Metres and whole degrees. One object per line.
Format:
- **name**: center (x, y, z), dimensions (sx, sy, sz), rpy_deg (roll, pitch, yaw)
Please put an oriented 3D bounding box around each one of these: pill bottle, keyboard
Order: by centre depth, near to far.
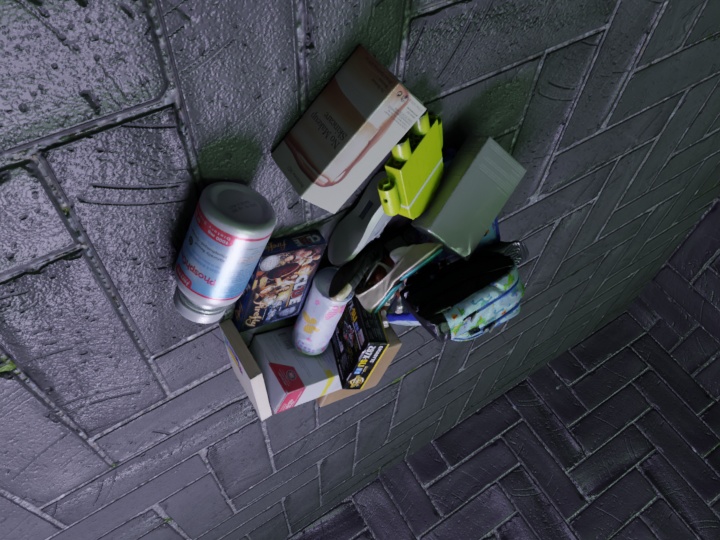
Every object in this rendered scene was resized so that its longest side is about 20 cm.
- **pill bottle**: center (-0.205, -0.020, 0.846), dimensions (0.108, 0.109, 0.201), rpy_deg (-7, 139, -44)
- **keyboard**: center (0.143, 0.013, 1.195), dimensions (0.103, 0.040, 0.200), rpy_deg (-31, 179, 5)

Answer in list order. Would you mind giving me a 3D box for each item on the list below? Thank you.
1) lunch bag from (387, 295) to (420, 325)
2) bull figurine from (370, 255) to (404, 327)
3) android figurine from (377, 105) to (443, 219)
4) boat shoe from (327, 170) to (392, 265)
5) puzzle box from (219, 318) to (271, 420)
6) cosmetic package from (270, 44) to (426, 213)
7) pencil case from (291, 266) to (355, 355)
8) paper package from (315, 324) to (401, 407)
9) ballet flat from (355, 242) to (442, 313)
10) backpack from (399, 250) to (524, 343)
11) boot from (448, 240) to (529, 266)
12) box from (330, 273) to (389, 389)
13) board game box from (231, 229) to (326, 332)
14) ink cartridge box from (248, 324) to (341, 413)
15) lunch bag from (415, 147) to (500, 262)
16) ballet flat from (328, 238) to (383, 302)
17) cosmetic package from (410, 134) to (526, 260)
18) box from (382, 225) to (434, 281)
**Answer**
- **lunch bag**: center (0.172, 0.069, 1.352), dimensions (0.199, 0.129, 0.170), rpy_deg (-27, -174, -29)
- **bull figurine**: center (0.041, 0.050, 1.210), dimensions (0.064, 0.123, 0.200), rpy_deg (3, 149, -15)
- **android figurine**: center (0.091, -0.170, 0.972), dimensions (0.183, 0.041, 0.201), rpy_deg (-56, 153, -22)
- **boat shoe**: center (0.018, -0.086, 1.052), dimensions (0.071, 0.070, 0.201), rpy_deg (12, 122, -49)
- **puzzle box**: center (-0.220, 0.196, 1.128), dimensions (0.025, 0.133, 0.201), rpy_deg (-26, 151, -19)
- **cosmetic package**: center (-0.019, -0.193, 0.814), dimensions (0.200, 0.104, 0.087), rpy_deg (-48, 149, 16)
- **pencil case**: center (-0.076, 0.082, 1.153), dimensions (0.091, 0.083, 0.201), rpy_deg (-42, 165, -45)
- **paper package**: center (-0.023, 0.218, 1.430), dimensions (0.199, 0.104, 0.192), rpy_deg (-12, 141, -40)
- **ballet flat**: center (0.062, 0.000, 1.054), dimensions (0.069, 0.070, 0.200), rpy_deg (3, 139, -51)
- **backpack**: center (0.195, 0.044, 1.050), dimensions (0.200, 0.163, 0.154), rpy_deg (-40, 111, -3)
- **boot**: center (0.230, -0.024, 1.222), dimensions (0.163, 0.200, 0.066), rpy_deg (-16, 102, -15)
- **box**: center (-0.014, 0.113, 1.174), dimensions (0.049, 0.201, 0.160), rpy_deg (4, 136, -25)
- **board game box**: center (-0.149, 0.021, 1.054), dimensions (0.135, 0.035, 0.201), rpy_deg (-16, 145, -36)
- **ink cartridge box**: center (-0.119, 0.194, 1.231), dimensions (0.199, 0.146, 0.084), rpy_deg (-12, 144, -40)
- **lunch bag**: center (0.183, -0.141, 1.131), dimensions (0.149, 0.094, 0.202), rpy_deg (-18, 120, -16)
- **ballet flat**: center (0.000, 0.000, 1.085), dimensions (0.066, 0.057, 0.200), rpy_deg (-18, -158, 36)
- **cosmetic package**: center (0.193, -0.131, 1.051), dimensions (0.106, 0.090, 0.201), rpy_deg (36, 91, -22)
- **box**: center (0.138, -0.049, 1.279), dimensions (0.199, 0.044, 0.161), rpy_deg (-31, 151, -14)
